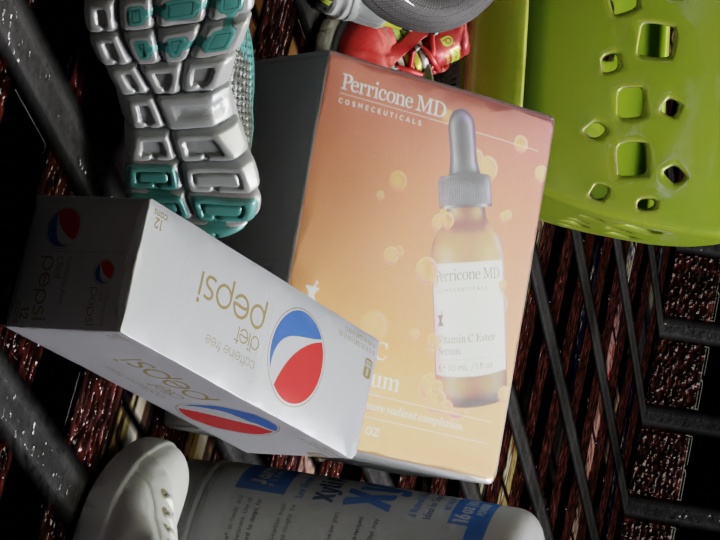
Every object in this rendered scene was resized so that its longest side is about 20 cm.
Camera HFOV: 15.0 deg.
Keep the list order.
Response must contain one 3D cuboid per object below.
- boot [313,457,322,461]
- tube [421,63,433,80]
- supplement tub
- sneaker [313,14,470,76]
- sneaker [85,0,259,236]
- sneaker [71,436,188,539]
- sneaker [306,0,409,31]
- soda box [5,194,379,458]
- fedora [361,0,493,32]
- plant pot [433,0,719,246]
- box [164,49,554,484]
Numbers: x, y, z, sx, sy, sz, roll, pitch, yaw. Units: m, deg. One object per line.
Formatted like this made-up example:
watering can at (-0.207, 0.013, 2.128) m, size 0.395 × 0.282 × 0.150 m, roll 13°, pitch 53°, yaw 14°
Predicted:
boot at (-0.022, 0.014, 1.589) m, size 0.074 × 0.075 × 0.201 m, roll -40°, pitch 143°, yaw -59°
tube at (0.015, -0.023, 1.630) m, size 0.052 × 0.058 × 0.200 m, roll -28°, pitch 150°, yaw -44°
supplement tub at (-0.008, 0.179, 1.473) m, size 0.132 × 0.199 × 0.133 m, roll 9°, pitch 90°, yaw -77°
sneaker at (0.023, -0.136, 1.662) m, size 0.077 × 0.085 × 0.201 m, roll 81°, pitch 21°, yaw -50°
sneaker at (-0.084, -0.114, 1.259) m, size 0.091 × 0.077 × 0.201 m, roll -91°, pitch -178°, yaw -49°
sneaker at (-0.102, 0.159, 1.317) m, size 0.200 × 0.084 × 0.073 m, roll -68°, pitch 160°, yaw -50°
sneaker at (0.029, -0.229, 1.607) m, size 0.075 × 0.076 × 0.201 m, roll -28°, pitch -139°, yaw 68°
soda box at (-0.073, 0.029, 1.255) m, size 0.200 × 0.068 × 0.064 m, roll 32°, pitch 65°, yaw -53°
fedora at (0.014, -0.221, 1.496) m, size 0.200 × 0.090 × 0.177 m, roll -56°, pitch 129°, yaw -37°
plant pot at (0.143, -0.122, 1.798) m, size 0.199 × 0.181 × 0.201 m, roll -178°, pitch -88°, yaw -80°
box at (0.000, 0.000, 1.446) m, size 0.106 × 0.152 × 0.201 m, roll 0°, pitch -102°, yaw 58°
